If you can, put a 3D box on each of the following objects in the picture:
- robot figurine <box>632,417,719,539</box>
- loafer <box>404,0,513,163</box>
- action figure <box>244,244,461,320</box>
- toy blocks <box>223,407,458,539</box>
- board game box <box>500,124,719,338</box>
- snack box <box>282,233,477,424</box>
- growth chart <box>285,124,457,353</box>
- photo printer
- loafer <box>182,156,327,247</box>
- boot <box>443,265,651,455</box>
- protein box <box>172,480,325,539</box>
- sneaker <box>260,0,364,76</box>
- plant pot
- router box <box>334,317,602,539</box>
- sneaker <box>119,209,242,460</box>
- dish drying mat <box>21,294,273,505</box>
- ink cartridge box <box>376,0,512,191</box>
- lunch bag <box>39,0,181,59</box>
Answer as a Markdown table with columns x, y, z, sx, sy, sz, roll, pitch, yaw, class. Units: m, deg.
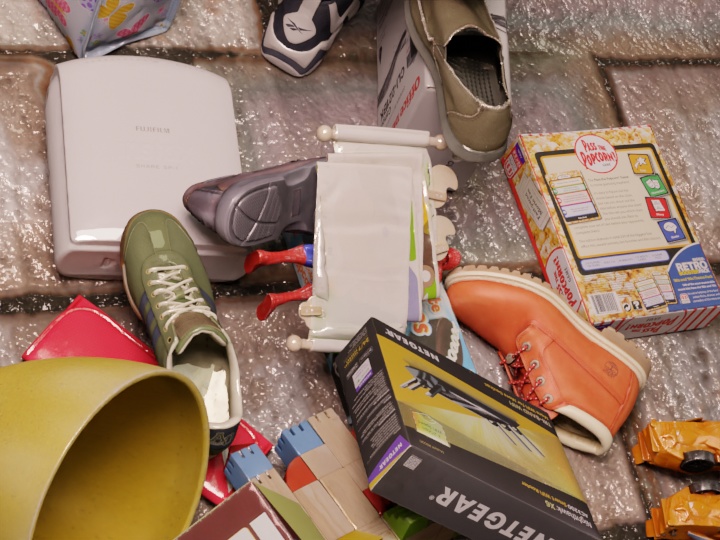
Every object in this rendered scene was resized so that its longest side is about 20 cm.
| x | y | z | sx | sy | sz | roll | pitch | yaw | class |
| --- | --- | --- | --- | --- | --- | --- | --- | --- | --- |
| 0.339 | 0.186 | 1.456 | 0.198 | 0.058 | 0.146 | 6 | 59 | -18 | robot figurine |
| 0.091 | -0.188 | 1.396 | 0.075 | 0.070 | 0.201 | -5 | 62 | -21 | loafer |
| 0.000 | 0.000 | 1.392 | 0.199 | 0.052 | 0.066 | -8 | 69 | -29 | action figure |
| -0.016 | 0.173 | 1.310 | 0.199 | 0.100 | 0.137 | -21 | 60 | -35 | toy blocks |
| 0.233 | -0.037 | 1.554 | 0.150 | 0.046 | 0.201 | -5 | 63 | -24 | board game box |
| 0.015 | 0.026 | 1.434 | 0.115 | 0.037 | 0.201 | -9 | 64 | -26 | snack box |
| 0.014 | -0.024 | 1.362 | 0.144 | 0.018 | 0.202 | 11 | 79 | -30 | growth chart |
| -0.180 | -0.091 | 1.407 | 0.165 | 0.070 | 0.202 | 3 | 60 | -20 | photo printer |
| -0.062 | -0.063 | 1.375 | 0.063 | 0.073 | 0.199 | 22 | 20 | 33 | loafer |
| 0.149 | 0.076 | 1.440 | 0.199 | 0.075 | 0.108 | 31 | 59 | -3 | boot |
| -0.095 | 0.260 | 1.106 | 0.199 | 0.199 | 0.135 | -37 | 76 | -2 | protein box |
| -0.023 | -0.287 | 1.551 | 0.079 | 0.130 | 0.200 | 33 | 54 | -1 | sneaker |
| -0.222 | 0.142 | 1.196 | 0.141 | 0.201 | 0.200 | 20 | 49 | 27 | plant pot |
| 0.082 | 0.139 | 1.309 | 0.199 | 0.052 | 0.158 | 29 | 24 | -29 | router box |
| -0.129 | 0.043 | 1.283 | 0.067 | 0.090 | 0.202 | -12 | 82 | -21 | sneaker |
| -0.166 | 0.102 | 1.328 | 0.199 | 0.018 | 0.077 | 37 | 55 | 3 | dish drying mat |
| 0.072 | -0.196 | 1.525 | 0.083 | 0.145 | 0.201 | 8 | 58 | -15 | ink cartridge box |
| -0.219 | -0.309 | 1.443 | 0.127 | 0.200 | 0.170 | -29 | 73 | -32 | lunch bag |
